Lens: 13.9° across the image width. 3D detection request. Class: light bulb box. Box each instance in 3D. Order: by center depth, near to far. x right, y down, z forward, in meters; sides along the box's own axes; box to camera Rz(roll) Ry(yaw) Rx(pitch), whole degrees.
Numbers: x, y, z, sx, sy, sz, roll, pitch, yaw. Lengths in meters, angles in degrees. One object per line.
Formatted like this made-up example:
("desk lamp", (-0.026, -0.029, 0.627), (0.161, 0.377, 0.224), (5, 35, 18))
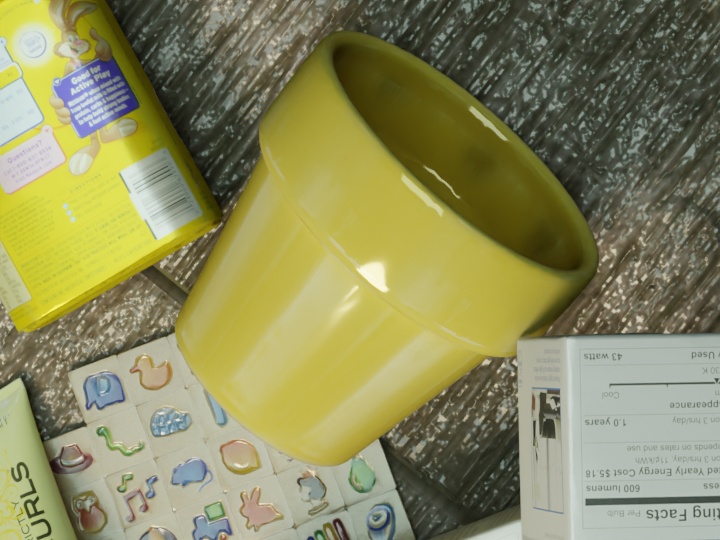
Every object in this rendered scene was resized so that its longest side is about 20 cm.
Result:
("light bulb box", (0.189, 0.132, 1.547), (0.197, 0.125, 0.202), (0, 88, -8))

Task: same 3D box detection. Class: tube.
("tube", (-0.196, 0.169, 1.752), (0.058, 0.052, 0.201), (-15, 68, -27))

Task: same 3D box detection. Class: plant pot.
("plant pot", (0.000, 0.000, 1.655), (0.201, 0.201, 0.189), (43, 109, 4))

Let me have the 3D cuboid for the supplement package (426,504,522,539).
("supplement package", (0.028, 0.222, 1.695), (0.199, 0.117, 0.118), (-21, 89, 9))

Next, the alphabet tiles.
("alphabet tiles", (-0.087, 0.117, 1.763), (0.199, 0.008, 0.168), (-21, 90, 10))

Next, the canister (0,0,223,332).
("canister", (-0.187, -0.083, 1.729), (0.148, 0.087, 0.201), (-29, 90, 9))
